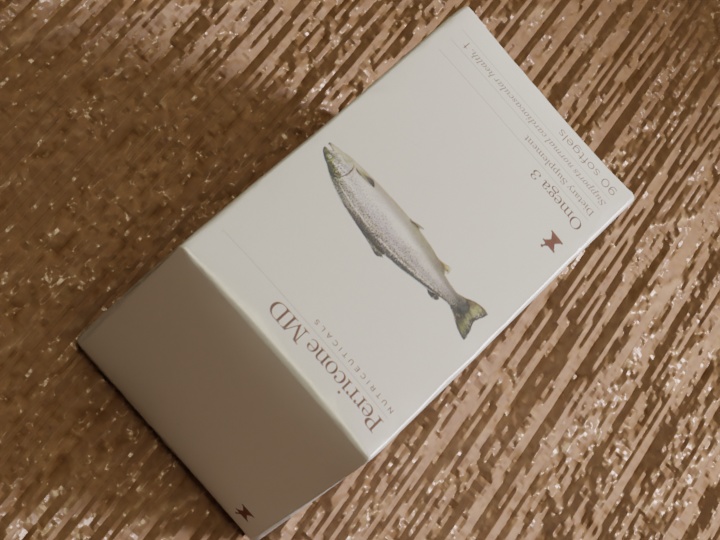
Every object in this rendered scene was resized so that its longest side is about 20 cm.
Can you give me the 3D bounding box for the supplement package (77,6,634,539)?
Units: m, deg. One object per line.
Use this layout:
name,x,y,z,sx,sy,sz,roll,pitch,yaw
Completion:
supplement package,0.000,0.000,0.984,0.117,0.117,0.200,49,54,-2
